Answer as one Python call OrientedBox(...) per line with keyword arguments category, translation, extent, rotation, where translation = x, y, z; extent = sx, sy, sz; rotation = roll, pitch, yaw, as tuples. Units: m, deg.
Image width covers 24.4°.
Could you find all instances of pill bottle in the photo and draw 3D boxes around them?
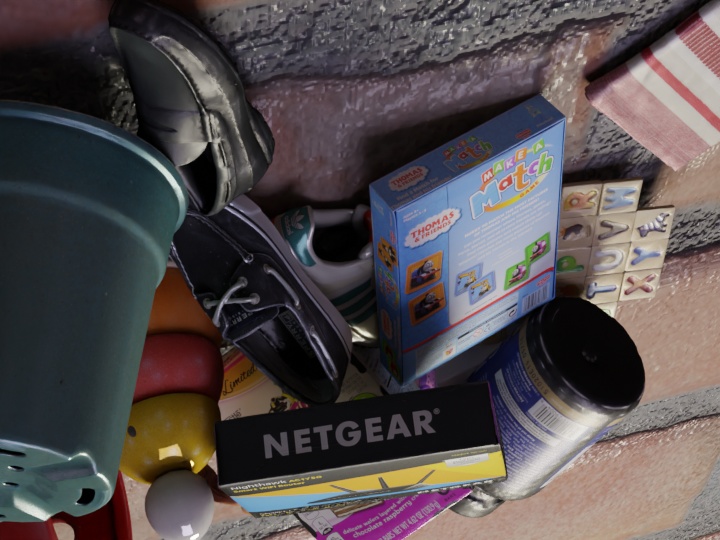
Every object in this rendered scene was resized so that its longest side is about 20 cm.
OrientedBox(category="pill bottle", translation=(0.135, 0.120, 1.377), extent=(0.111, 0.113, 0.200), rotation=(4, 143, -36))

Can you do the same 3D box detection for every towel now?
OrientedBox(category="towel", translation=(0.273, -0.158, 1.202), extent=(0.199, 0.023, 0.144), rotation=(-35, 145, 21))

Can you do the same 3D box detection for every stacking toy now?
OrientedBox(category="stacking toy", translation=(-0.143, 0.101, 1.191), extent=(0.145, 0.201, 0.147), rotation=(-15, 150, -9))

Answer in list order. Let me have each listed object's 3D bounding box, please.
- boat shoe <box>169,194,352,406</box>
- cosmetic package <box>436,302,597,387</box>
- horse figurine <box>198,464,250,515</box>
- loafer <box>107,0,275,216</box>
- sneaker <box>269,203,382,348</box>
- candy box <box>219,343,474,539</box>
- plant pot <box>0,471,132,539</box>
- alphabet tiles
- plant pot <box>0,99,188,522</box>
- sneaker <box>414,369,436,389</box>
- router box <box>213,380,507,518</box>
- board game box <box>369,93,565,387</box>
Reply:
OrientedBox(category="boat shoe", translation=(-0.078, 0.018, 1.150), extent=(0.071, 0.068, 0.200), rotation=(-27, 118, 23))
OrientedBox(category="cosmetic package", translation=(0.118, 0.070, 1.450), extent=(0.199, 0.051, 0.083), rotation=(-27, 149, 10))
OrientedBox(category="horse figurine", translation=(-0.055, 0.170, 1.447), extent=(0.198, 0.050, 0.133), rotation=(-17, -165, -1))
OrientedBox(category="loafer", translation=(-0.106, -0.096, 1.011), extent=(0.071, 0.068, 0.201), rotation=(-57, 155, -14))
OrientedBox(category="sneaker", translation=(0.000, 0.000, 1.241), extent=(0.199, 0.071, 0.093), rotation=(18, 139, -43))
OrientedBox(category="candy box", translation=(-0.019, 0.127, 1.324), extent=(0.136, 0.061, 0.200), rotation=(-38, 102, 21))
OrientedBox(category="plant pot", translation=(-0.287, 0.184, 1.254), extent=(0.181, 0.202, 0.201), rotation=(-16, 151, 10))
OrientedBox(category="alphabet tiles", translation=(0.151, -0.005, 1.337), extent=(0.198, 0.006, 0.167), rotation=(-6, 134, -10))
OrientedBox(category="plant pot", translation=(-0.209, 0.034, 0.991), extent=(0.198, 0.198, 0.201), rotation=(2, 154, 1))
OrientedBox(category="sneaker", translation=(-0.017, 0.107, 1.391), extent=(0.199, 0.089, 0.080), rotation=(-30, 150, 18))
OrientedBox(category="router box", translation=(0.004, 0.133, 1.209), extent=(0.198, 0.052, 0.149), rotation=(-9, 162, 5))
OrientedBox(category="board game box", translation=(0.080, -0.018, 1.227), extent=(0.150, 0.037, 0.201), rotation=(-29, 144, -20))
